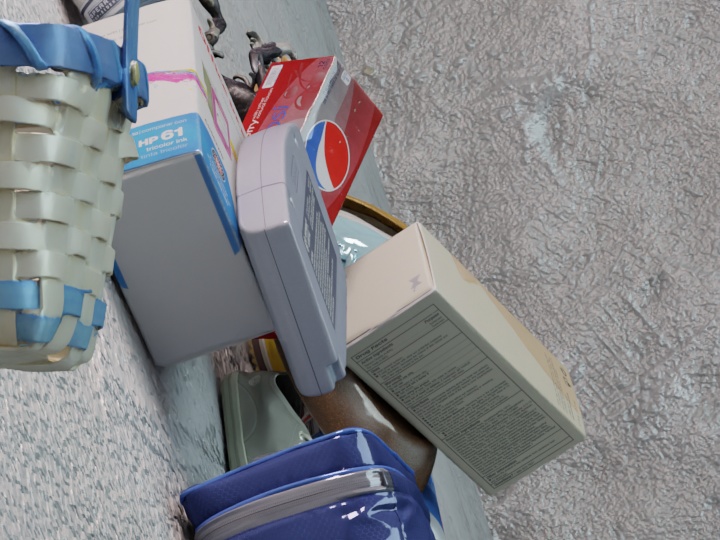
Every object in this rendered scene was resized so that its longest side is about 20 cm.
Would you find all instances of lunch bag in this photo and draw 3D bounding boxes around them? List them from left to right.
[{"bbox_3d":[-0.021,0.173,1.516,0.200,0.135,0.133,56,17,-72],"label":"lunch bag"}]

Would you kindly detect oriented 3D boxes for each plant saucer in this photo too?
[{"bbox_3d":[0.003,0.073,1.818,0.201,0.037,0.201,48,22,-26],"label":"plant saucer"}]

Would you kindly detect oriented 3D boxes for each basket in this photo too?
[{"bbox_3d":[-0.156,-0.067,0.801,0.139,0.175,0.201,0,91,-83],"label":"basket"}]

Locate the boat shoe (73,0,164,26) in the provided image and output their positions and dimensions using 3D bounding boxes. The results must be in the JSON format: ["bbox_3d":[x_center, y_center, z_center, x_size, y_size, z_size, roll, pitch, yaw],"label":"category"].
[{"bbox_3d":[-0.163,-0.223,1.708,0.086,0.075,0.202,50,25,-2],"label":"boat shoe"}]

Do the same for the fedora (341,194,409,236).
[{"bbox_3d":[-0.022,0.010,2.064,0.082,0.200,0.201,-63,151,-26],"label":"fedora"}]

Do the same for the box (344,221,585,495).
[{"bbox_3d":[0.068,0.066,1.794,0.200,0.095,0.078,45,22,-36],"label":"box"}]

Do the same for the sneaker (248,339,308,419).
[{"bbox_3d":[-0.015,0.106,1.961,0.201,0.090,0.075,64,30,-29],"label":"sneaker"}]

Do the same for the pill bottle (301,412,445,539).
[{"bbox_3d":[0.007,0.194,1.865,0.200,0.112,0.113,-100,170,-54],"label":"pill bottle"}]

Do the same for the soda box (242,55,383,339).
[{"bbox_3d":[-0.058,-0.050,1.717,0.070,0.063,0.201,50,53,-38],"label":"soda box"}]

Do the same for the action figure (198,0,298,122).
[{"bbox_3d":[-0.105,-0.142,1.836,0.201,0.118,0.102,67,13,15],"label":"action figure"}]

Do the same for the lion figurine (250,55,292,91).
[{"bbox_3d":[-0.076,-0.104,1.930,0.072,0.123,0.200,37,2,-5],"label":"lion figurine"}]

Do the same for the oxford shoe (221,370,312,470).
[{"bbox_3d":[-0.056,0.141,1.701,0.201,0.057,0.075,-101,173,-45],"label":"oxford shoe"}]

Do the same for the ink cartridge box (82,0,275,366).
[{"bbox_3d":[-0.119,-0.061,1.575,0.200,0.084,0.145,-102,172,-55],"label":"ink cartridge box"}]

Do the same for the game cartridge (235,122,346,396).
[{"bbox_3d":[-0.043,-0.018,1.580,0.200,0.041,0.134,-90,158,-70],"label":"game cartridge"}]

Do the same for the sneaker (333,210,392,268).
[{"bbox_3d":[0.000,0.000,1.953,0.082,0.199,0.074,-112,-144,-76],"label":"sneaker"}]
